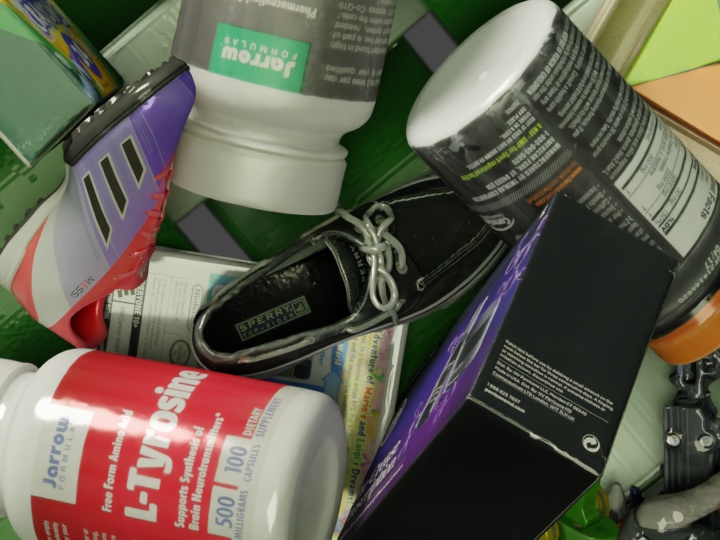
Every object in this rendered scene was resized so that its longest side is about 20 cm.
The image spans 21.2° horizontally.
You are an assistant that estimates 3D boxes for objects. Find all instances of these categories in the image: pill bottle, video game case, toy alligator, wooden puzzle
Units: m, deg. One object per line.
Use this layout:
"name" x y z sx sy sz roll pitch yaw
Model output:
"pill bottle" 0.125 -0.039 1.020 0.106 0.106 0.200 -43 110 8
"video game case" -0.074 0.093 1.096 0.181 0.024 0.201 9 100 -2
"pill bottle" -0.116 0.104 1.018 0.199 0.112 0.113 9 101 15
"toy alligator" 0.093 0.176 1.065 0.054 0.059 0.201 48 127 24
"wooden puzzle" 0.234 -0.125 1.047 0.199 0.037 0.186 29 99 -5
"pill bottle" -0.038 -0.137 1.005 0.112 0.113 0.201 11 100 -2

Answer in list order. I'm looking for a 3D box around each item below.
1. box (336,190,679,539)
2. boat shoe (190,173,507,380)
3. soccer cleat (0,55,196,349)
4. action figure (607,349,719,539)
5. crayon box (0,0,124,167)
"box" 0.069 0.077 0.984 0.079 0.142 0.200 32 141 -2
"boat shoe" -0.001 -0.002 1.037 0.198 0.068 0.074 -21 82 -7
"soccer cleat" -0.125 -0.033 1.001 0.073 0.068 0.200 47 133 4
"action figure" 0.201 0.135 1.054 0.192 0.104 0.202 -6 97 30
"crayon box" -0.213 -0.150 0.997 0.052 0.126 0.200 -42 98 7
